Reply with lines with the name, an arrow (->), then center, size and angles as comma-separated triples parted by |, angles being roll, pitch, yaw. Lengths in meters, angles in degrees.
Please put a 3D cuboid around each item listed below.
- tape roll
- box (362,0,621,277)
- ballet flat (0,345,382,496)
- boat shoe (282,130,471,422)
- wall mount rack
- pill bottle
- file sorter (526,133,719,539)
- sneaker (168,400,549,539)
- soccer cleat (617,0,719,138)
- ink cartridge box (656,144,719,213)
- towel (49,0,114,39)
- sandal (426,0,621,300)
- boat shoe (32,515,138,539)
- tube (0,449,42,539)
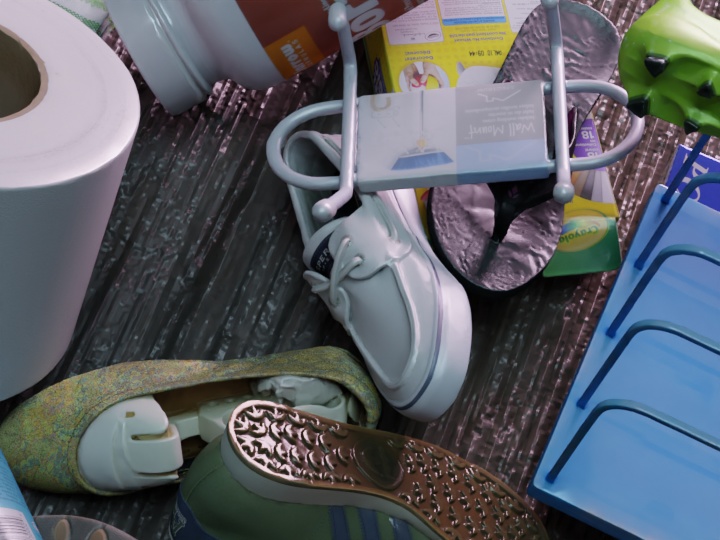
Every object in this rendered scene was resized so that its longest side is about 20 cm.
tape roll -> -0.222, -0.047, 1.085 | 0.202, 0.139, 0.203 | 15, 33, -10
box -> 0.073, -0.077, 1.247 | 0.117, 0.048, 0.201 | -4, 60, -12
ballet flat -> -0.083, 0.080, 1.115 | 0.199, 0.071, 0.071 | -8, 63, -17
boat shoe -> 0.000, 0.000, 1.151 | 0.065, 0.074, 0.200 | 17, 29, -30
wall mount rack -> 0.044, -0.070, 1.113 | 0.199, 0.075, 0.174 | -5, 47, 7
pill bottle -> -0.037, -0.170, 1.214 | 0.200, 0.112, 0.112 | -29, 67, 5
file sorter -> 0.196, 0.038, 1.109 | 0.138, 0.123, 0.200 | 26, 60, 1
sneaker -> -0.007, 0.130, 1.107 | 0.200, 0.090, 0.067 | 22, 37, -31
soccer cleat -> 0.220, -0.074, 1.069 | 0.200, 0.068, 0.081 | 31, 48, 5
ink cartridge box -> 0.184, 0.034, 1.204 | 0.094, 0.044, 0.200 | 22, 60, 1
towel -> -0.209, -0.164, 1.263 | 0.149, 0.031, 0.200 | 26, 63, 8
sandal -> 0.089, -0.076, 1.194 | 0.075, 0.048, 0.201 | 21, 60, 2
boat shoe -> -0.101, 0.172, 1.065 | 0.199, 0.073, 0.075 | 10, 64, 21
tube -> -0.195, 0.097, 1.065 | 0.050, 0.077, 0.200 | -40, 50, 10
